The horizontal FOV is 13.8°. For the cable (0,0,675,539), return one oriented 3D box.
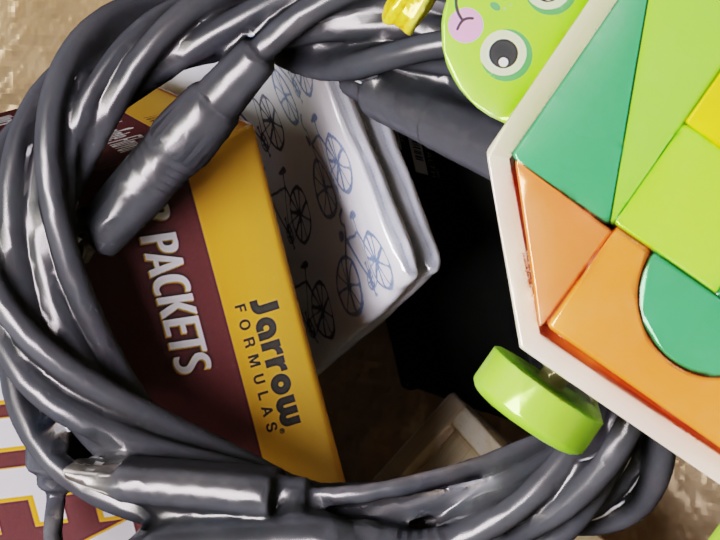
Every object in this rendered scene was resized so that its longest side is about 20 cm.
[{"bbox_3d":[0.000,0.000,0.766,0.200,0.051,0.163,-7,83,15],"label":"cable"}]

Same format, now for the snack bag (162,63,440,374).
[{"bbox_3d":[-0.038,-0.066,0.919,0.189,0.021,0.200,137,116,-70],"label":"snack bag"}]

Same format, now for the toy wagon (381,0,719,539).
[{"bbox_3d":[0.090,-0.020,0.699,0.200,0.040,0.155,35,95,5],"label":"toy wagon"}]

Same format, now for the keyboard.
[{"bbox_3d":[0.020,-0.054,0.898,0.104,0.040,0.200,18,127,51],"label":"keyboard"}]

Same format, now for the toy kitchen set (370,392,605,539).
[{"bbox_3d":[0.019,0.162,0.939,0.200,0.180,0.163,-48,17,2],"label":"toy kitchen set"}]

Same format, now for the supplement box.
[{"bbox_3d":[-0.128,0.036,0.891,0.197,0.200,0.133,-151,46,-75],"label":"supplement box"}]
